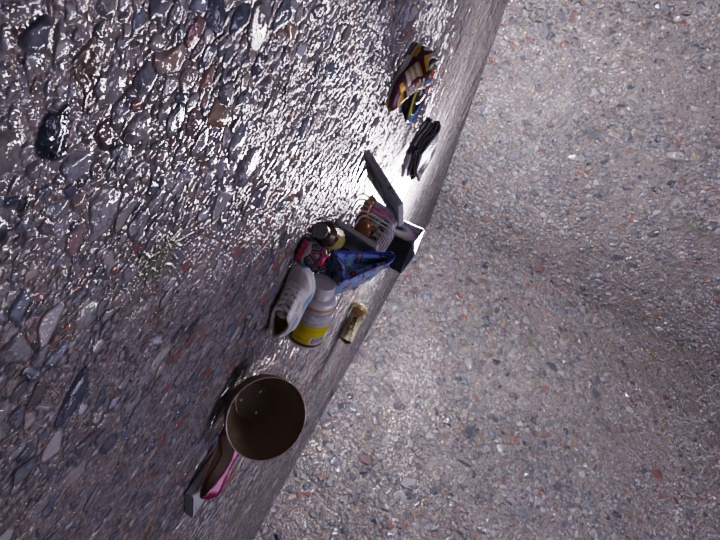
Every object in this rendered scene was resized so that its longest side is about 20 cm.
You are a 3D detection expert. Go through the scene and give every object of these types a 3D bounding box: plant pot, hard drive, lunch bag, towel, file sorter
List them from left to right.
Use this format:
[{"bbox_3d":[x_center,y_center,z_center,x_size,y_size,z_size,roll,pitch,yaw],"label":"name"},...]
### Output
[{"bbox_3d":[-0.389,0.529,1.624,0.201,0.026,0.133,-56,168,-43],"label":"hard drive"},{"bbox_3d":[-0.247,0.340,1.515,0.203,0.198,0.134,-63,-153,-4],"label":"plant pot"},{"bbox_3d":[0.000,0.000,1.765,0.197,0.096,0.151,-9,163,-26],"label":"lunch bag"},{"bbox_3d":[0.022,-0.121,1.829,0.126,0.137,0.200,-57,170,-11],"label":"file sorter"},{"bbox_3d":[0.235,-0.456,2.359,0.202,0.084,0.166,-60,169,-28],"label":"towel"}]

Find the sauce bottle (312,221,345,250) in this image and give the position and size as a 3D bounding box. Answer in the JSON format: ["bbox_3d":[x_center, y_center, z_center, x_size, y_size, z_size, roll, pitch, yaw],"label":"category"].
[{"bbox_3d":[-0.082,-0.089,1.576,0.066,0.064,0.200,-64,173,1],"label":"sauce bottle"}]

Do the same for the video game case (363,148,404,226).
[{"bbox_3d":[0.067,-0.228,1.743,0.023,0.184,0.200,-31,168,-2],"label":"video game case"}]

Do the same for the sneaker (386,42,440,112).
[{"bbox_3d":[0.139,-0.501,1.640,0.203,0.089,0.075,-64,171,-5],"label":"sneaker"}]

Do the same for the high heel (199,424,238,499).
[{"bbox_3d":[-0.349,0.462,1.538,0.096,0.066,0.204,13,96,-73],"label":"high heel"}]

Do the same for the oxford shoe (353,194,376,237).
[{"bbox_3d":[0.013,-0.143,1.978,0.203,0.070,0.071,-67,170,5],"label":"oxford shoe"}]

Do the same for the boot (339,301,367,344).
[{"bbox_3d":[-0.035,0.236,2.752,0.201,0.072,0.157,109,7,-66],"label":"boot"}]

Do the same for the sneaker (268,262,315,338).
[{"bbox_3d":[-0.168,0.078,1.511,0.081,0.075,0.203,-41,153,-63],"label":"sneaker"}]

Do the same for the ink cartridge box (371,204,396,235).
[{"bbox_3d":[0.040,-0.118,2.036,0.203,0.118,0.042,-66,171,11],"label":"ink cartridge box"}]

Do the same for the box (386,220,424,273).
[{"bbox_3d":[0.099,-0.111,2.154,0.125,0.196,0.200,-67,171,24],"label":"box"}]

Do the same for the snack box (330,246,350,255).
[{"bbox_3d":[-0.097,0.038,1.885,0.202,0.052,0.143,-61,172,-20],"label":"snack box"}]

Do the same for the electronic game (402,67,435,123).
[{"bbox_3d":[0.183,-0.552,1.917,0.202,0.041,0.201,-62,170,-18],"label":"electronic game"}]

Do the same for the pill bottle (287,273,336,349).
[{"bbox_3d":[-0.130,0.111,1.709,0.109,0.108,0.203,-50,163,-58],"label":"pill bottle"}]

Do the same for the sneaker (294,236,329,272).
[{"bbox_3d":[-0.111,-0.023,1.562,0.082,0.074,0.200,-63,172,-2],"label":"sneaker"}]

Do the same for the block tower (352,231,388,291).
[{"bbox_3d":[0.016,-0.035,1.948,0.201,0.057,0.054,-55,173,-25],"label":"block tower"}]
